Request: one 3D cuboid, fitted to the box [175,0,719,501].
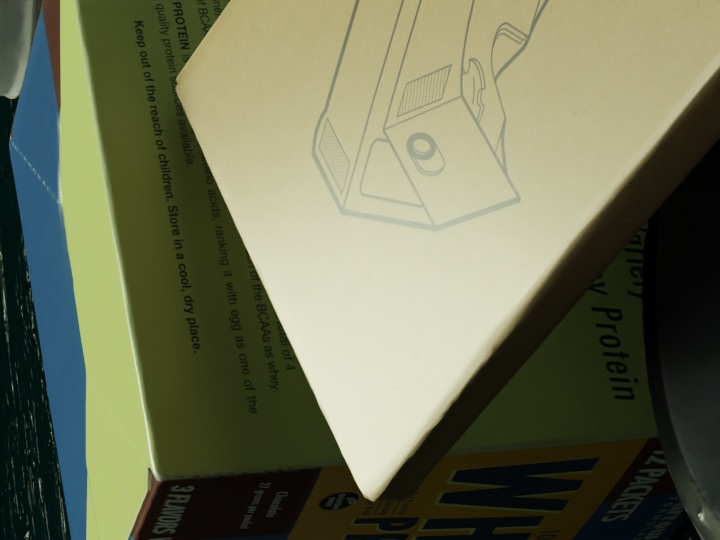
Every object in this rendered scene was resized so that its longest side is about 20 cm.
[{"bbox_3d":[0.030,-0.063,0.650,0.200,0.021,0.164,-51,47,31],"label":"box"}]

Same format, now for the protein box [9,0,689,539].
[{"bbox_3d":[0.000,0.000,0.815,0.135,0.198,0.200,118,144,-58],"label":"protein box"}]

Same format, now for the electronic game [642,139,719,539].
[{"bbox_3d":[0.121,-0.005,0.597,0.200,0.041,0.202,-176,90,-73],"label":"electronic game"}]

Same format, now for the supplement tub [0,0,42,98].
[{"bbox_3d":[-0.063,-0.136,0.982,0.140,0.198,0.142,176,90,-72],"label":"supplement tub"}]
